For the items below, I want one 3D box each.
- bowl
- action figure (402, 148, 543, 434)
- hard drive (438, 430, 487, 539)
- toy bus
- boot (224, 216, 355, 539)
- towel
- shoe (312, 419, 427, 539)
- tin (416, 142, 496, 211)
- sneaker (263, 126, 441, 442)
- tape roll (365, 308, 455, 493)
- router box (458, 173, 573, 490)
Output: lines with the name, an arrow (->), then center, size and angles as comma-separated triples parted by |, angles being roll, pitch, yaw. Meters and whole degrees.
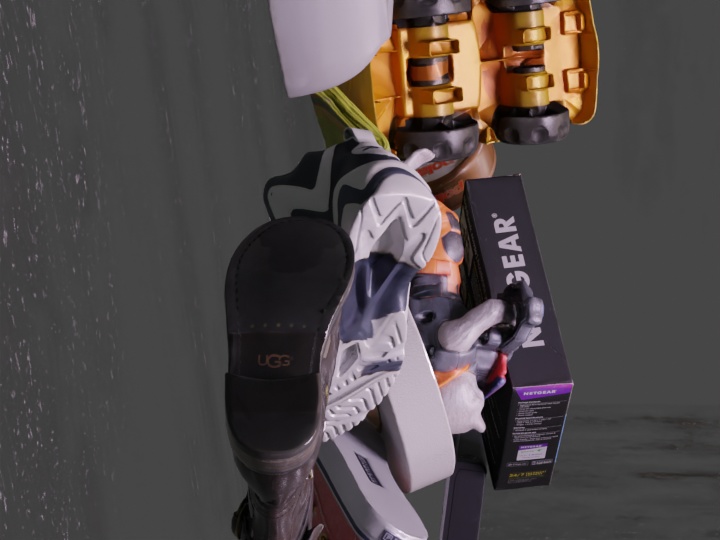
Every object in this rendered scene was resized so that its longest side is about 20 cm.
bowl -> -0.018, -0.240, 1.274 | 0.200, 0.074, 0.200 | 81, 10, -51
action figure -> 0.042, 0.040, 1.403 | 0.200, 0.104, 0.194 | -55, -135, 49
hard drive -> 0.085, 0.207, 1.592 | 0.200, 0.033, 0.140 | -52, 148, -82
toy bus -> 0.064, -0.166, 1.527 | 0.192, 0.199, 0.136 | -164, -114, -64
boot -> -0.046, 0.089, 1.084 | 0.174, 0.069, 0.200 | 92, 6, -48
towel -> -0.003, -0.088, 1.464 | 0.086, 0.018, 0.200 | 47, -7, 15
shoe -> -0.025, 0.155, 1.270 | 0.091, 0.071, 0.200 | -53, -150, 13
tin -> 0.044, -0.124, 1.612 | 0.200, 0.112, 0.042 | -109, 173, -45
sneaker -> -0.021, 0.001, 1.186 | 0.130, 0.079, 0.200 | -115, -146, -53
tape roll -> 0.010, 0.057, 1.333 | 0.203, 0.037, 0.203 | 159, -90, -80
router box -> 0.115, 0.049, 1.495 | 0.149, 0.051, 0.201 | 94, -12, -54
